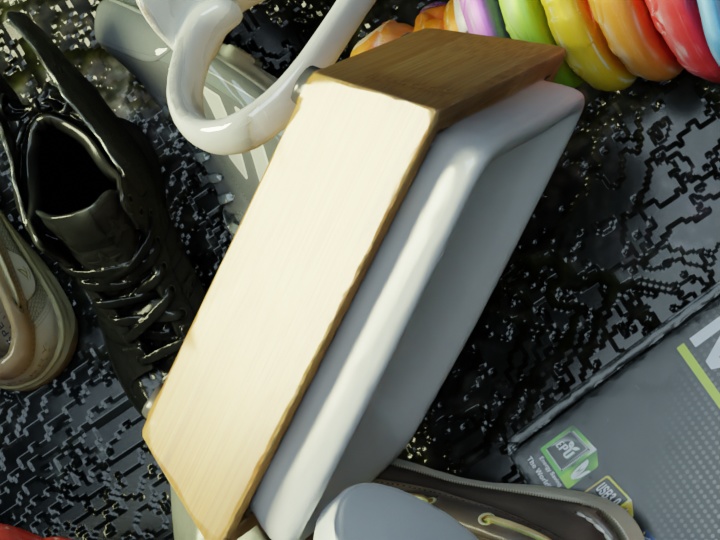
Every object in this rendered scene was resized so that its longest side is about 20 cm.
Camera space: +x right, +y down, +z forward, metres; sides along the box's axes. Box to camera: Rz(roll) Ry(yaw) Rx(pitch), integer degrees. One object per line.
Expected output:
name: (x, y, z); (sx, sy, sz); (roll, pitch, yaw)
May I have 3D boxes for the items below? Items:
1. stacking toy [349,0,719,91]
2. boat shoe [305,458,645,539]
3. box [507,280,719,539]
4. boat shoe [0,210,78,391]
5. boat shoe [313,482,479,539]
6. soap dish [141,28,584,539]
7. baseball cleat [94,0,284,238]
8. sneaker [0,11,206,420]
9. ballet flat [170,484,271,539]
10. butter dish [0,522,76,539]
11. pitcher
stacking toy: (0.083, -0.114, 1.065); (0.199, 0.116, 0.110); (-15, 86, 27)
boat shoe: (0.019, 0.121, 1.047); (0.199, 0.059, 0.072); (3, 100, 31)
box: (0.193, 0.096, 1.032); (0.193, 0.047, 0.200); (-37, 77, 13)
boat shoe: (-0.207, -0.029, 1.138); (0.072, 0.065, 0.200); (-40, 77, 8)
boat shoe: (0.045, 0.168, 0.979); (0.200, 0.072, 0.068); (43, 131, -14)
soap dish: (0.000, 0.000, 0.986); (0.081, 0.157, 0.201); (32, 113, 12)
baseball cleat: (-0.051, -0.041, 1.097); (0.200, 0.070, 0.107); (32, 93, 16)
sneaker: (-0.111, -0.012, 1.091); (0.060, 0.104, 0.201); (-25, 79, 11)
ballet flat: (-0.034, 0.164, 1.020); (0.064, 0.067, 0.200); (-33, 77, -23)
butter dish: (-0.148, 0.178, 1.060); (0.200, 0.148, 0.199); (39, 136, -18)
pitcher: (-0.006, -0.149, 1.010); (0.199, 0.121, 0.172); (-29, 56, 17)
